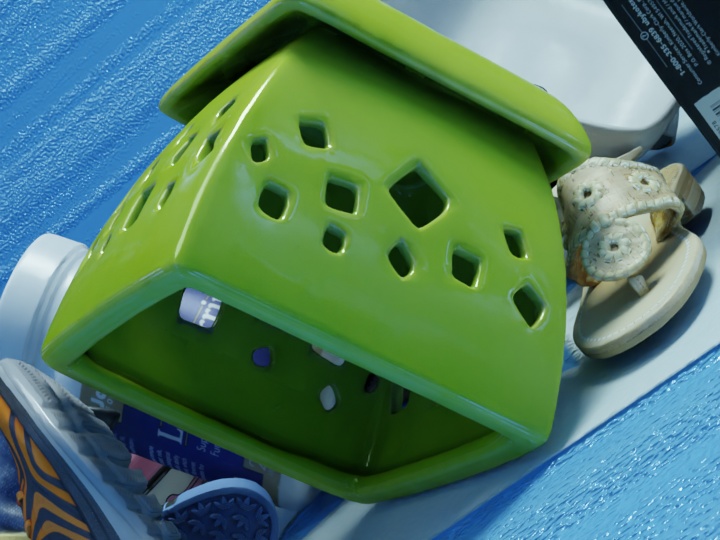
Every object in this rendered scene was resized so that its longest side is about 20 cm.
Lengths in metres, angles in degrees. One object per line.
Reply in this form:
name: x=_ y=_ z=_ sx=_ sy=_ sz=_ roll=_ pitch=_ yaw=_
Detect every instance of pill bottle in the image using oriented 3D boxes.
pill bottle: x=-0.105 y=0.054 z=1.166 sx=0.116 sy=0.199 sz=0.116 roll=18 pitch=-90 yaw=-81

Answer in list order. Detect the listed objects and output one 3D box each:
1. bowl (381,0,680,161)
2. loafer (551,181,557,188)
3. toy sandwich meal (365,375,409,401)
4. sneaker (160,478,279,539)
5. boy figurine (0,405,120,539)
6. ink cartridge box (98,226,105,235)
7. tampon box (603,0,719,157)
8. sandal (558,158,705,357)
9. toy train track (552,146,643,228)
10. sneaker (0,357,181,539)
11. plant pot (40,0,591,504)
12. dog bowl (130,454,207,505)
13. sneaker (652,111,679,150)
bowl: x=0.115 y=-0.146 z=1.240 sx=0.075 sy=0.199 sz=0.200 roll=91 pitch=-158 yaw=-51
loafer: x=0.126 y=-0.068 z=1.395 sx=0.069 sy=0.075 sz=0.200 roll=-2 pitch=37 yaw=51
toy sandwich meal: x=-0.009 y=0.050 z=1.301 sx=0.205 sy=0.070 sz=0.205 roll=-39 pitch=7 yaw=6
sneaker: x=-0.126 y=0.176 z=1.130 sx=0.200 sy=0.070 sz=0.078 roll=-39 pitch=12 yaw=10
boy figurine: x=-0.158 y=0.170 z=1.052 sx=0.123 sy=0.202 sz=0.064 roll=1 pitch=-8 yaw=-10
ink cartridge box: x=-0.084 y=-0.025 z=1.291 sx=0.199 sy=0.044 sz=0.198 roll=-26 pitch=-7 yaw=-20
tampon box: x=0.219 y=-0.156 z=1.080 sx=0.126 sy=0.150 sz=0.200 roll=-35 pitch=8 yaw=20
sandal: x=0.125 y=-0.025 z=1.019 sx=0.077 sy=0.070 sz=0.212 roll=-37 pitch=7 yaw=21
toy train track: x=0.104 y=-0.029 z=1.182 sx=0.115 sy=0.033 sz=0.200 roll=-43 pitch=-7 yaw=-11
sneaker: x=-0.150 y=0.143 z=0.986 sx=0.112 sy=0.200 sz=0.078 roll=-42 pitch=-25 yaw=7
plant pot: x=-0.015 y=-0.017 z=0.981 sx=0.199 sy=0.199 sz=0.183 roll=-28 pitch=41 yaw=60
dog bowl: x=-0.173 y=0.178 z=1.353 sx=0.200 sy=0.074 sz=0.200 roll=-40 pitch=7 yaw=6
sneaker: x=0.145 y=-0.128 z=1.345 sx=0.077 sy=0.079 sz=0.200 roll=-11 pitch=26 yaw=-22
